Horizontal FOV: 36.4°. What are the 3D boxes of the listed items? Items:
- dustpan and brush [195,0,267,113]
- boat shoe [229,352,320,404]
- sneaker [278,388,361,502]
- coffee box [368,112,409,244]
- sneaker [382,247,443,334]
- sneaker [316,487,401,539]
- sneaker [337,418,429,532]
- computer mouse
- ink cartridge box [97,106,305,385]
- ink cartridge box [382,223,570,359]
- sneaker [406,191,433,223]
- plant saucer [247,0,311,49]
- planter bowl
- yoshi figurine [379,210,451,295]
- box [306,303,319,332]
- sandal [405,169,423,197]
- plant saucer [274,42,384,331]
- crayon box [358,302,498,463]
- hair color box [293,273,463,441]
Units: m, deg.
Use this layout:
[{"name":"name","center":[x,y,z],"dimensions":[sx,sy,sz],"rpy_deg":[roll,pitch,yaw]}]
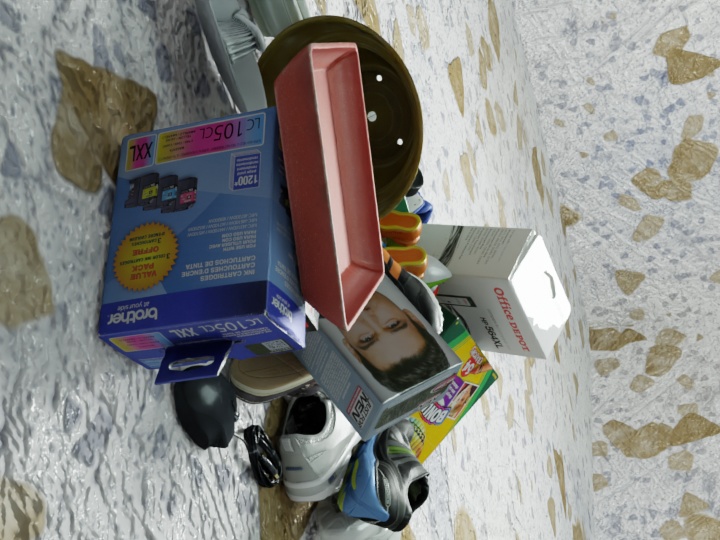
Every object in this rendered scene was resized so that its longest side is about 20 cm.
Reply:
[{"name":"dustpan and brush","center":[-0.116,-0.225,1.013],"dimensions":[0.200,0.057,0.140],"rpy_deg":[-127,-162,-59]},{"name":"boat shoe","center":[-0.059,0.088,1.036],"dimensions":[0.200,0.072,0.065],"rpy_deg":[-35,147,-60]},{"name":"sneaker","center":[-0.030,0.137,1.097],"dimensions":[0.200,0.074,0.082],"rpy_deg":[-70,149,-56]},{"name":"coffee box","center":[-0.003,-0.138,1.271],"dimensions":[0.123,0.044,0.200],"rpy_deg":[42,-25,55]},{"name":"sneaker","center":[0.000,0.000,1.083],"dimensions":[0.200,0.070,0.090],"rpy_deg":[54,18,28]},{"name":"sneaker","center":[0.010,0.277,1.171],"dimensions":[0.200,0.078,0.100],"rpy_deg":[-6,96,-69]},{"name":"sneaker","center":[0.029,0.208,1.110],"dimensions":[0.071,0.083,0.200],"rpy_deg":[-57,-178,16]},{"name":"computer mouse","center":[-0.103,0.138,0.939],"dimensions":[0.200,0.034,0.059],"rpy_deg":[57,29,-54]},{"name":"ink cartridge box","center":[-0.112,-0.008,0.805],"dimensions":[0.076,0.136,0.201],"rpy_deg":[48,37,-59]},{"name":"ink cartridge box","center":[0.133,0.022,1.323],"dimensions":[0.084,0.200,0.146],"rpy_deg":[-57,134,-30]},{"name":"sneaker","center":[0.055,-0.091,1.458],"dimensions":[0.075,0.088,0.201],"rpy_deg":[38,45,-63]},{"name":"plant saucer","center":[-0.091,-0.294,1.104],"dimensions":[0.200,0.050,0.201],"rpy_deg":[-18,90,-86]},{"name":"planter bowl","center":[-0.007,-0.144,1.052],"dimensions":[0.083,0.200,0.201],"rpy_deg":[-22,103,-55]},{"name":"yoshi figurine","center":[0.027,0.026,1.255],"dimensions":[0.112,0.112,0.200],"rpy_deg":[-39,150,-25]},{"name":"box","center":[-0.085,-0.034,0.949],"dimensions":[0.035,0.110,0.201],"rpy_deg":[60,28,-50]},{"name":"sandal","center":[-0.013,-0.127,1.156],"dimensions":[0.200,0.048,0.075],"rpy_deg":[6,46,-36]},{"name":"plant saucer","center":[-0.022,-0.071,0.841],"dimensions":[0.200,0.037,0.201],"rpy_deg":[-52,135,-75]},{"name":"crayon box","center":[0.064,0.140,1.261],"dimensions":[0.173,0.058,0.200],"rpy_deg":[-49,149,-5]},{"name":"hair color box","center":[-0.013,0.045,0.982],"dimensions":[0.099,0.200,0.061],"rpy_deg":[-23,151,-36]}]
